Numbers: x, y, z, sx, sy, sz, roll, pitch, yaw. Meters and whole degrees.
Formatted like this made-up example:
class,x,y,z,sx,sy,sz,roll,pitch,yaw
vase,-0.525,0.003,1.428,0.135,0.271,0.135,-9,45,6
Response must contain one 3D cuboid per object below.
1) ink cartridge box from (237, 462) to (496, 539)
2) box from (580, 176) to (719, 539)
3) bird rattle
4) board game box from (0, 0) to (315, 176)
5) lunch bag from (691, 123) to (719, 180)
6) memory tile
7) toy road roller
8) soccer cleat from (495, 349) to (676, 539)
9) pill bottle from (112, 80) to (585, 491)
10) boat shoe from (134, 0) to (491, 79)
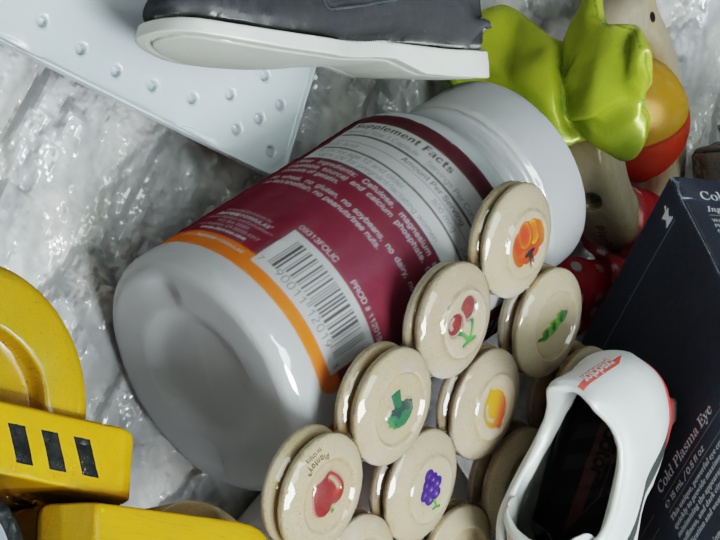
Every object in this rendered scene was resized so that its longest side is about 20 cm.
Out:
class,x,y,z,sx,sy,sz,roll,pitch,yaw
ink cartridge box,-0.013,0.183,1.080,0.200,0.083,0.147,-49,120,-30
box,0.172,0.093,1.102,0.104,0.200,0.182,4,43,-24
bird rattle,0.131,-0.056,1.199,0.200,0.113,0.163,62,37,-27
board game box,-0.086,-0.167,1.049,0.200,0.026,0.200,26,74,-39
lunch bag,0.242,0.023,1.271,0.168,0.139,0.200,-4,94,-36
memory tile,0.038,0.072,1.030,0.200,0.017,0.153,-50,138,-30
toy road roller,-0.134,0.080,0.951,0.200,0.123,0.146,16,69,-40
soccer cleat,0.083,0.131,1.040,0.085,0.069,0.200,-4,110,-62
pill bottle,0.000,0.000,1.069,0.200,0.114,0.114,-33,112,-36
boat shoe,-0.016,-0.115,1.047,0.200,0.074,0.060,-1,91,-45
